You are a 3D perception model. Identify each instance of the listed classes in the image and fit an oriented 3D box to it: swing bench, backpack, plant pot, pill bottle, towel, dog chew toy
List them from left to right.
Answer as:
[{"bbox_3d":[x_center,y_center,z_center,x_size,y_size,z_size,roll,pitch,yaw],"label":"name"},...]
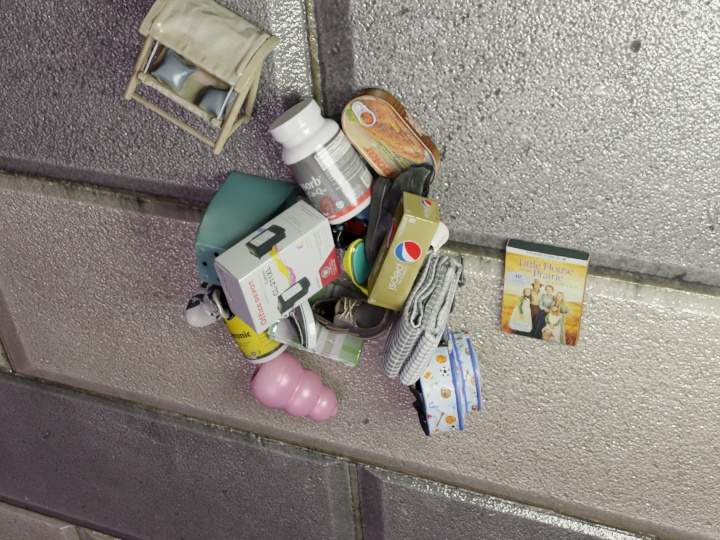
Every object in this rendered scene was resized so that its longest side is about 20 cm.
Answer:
[{"bbox_3d":[-0.272,-0.347,1.512,0.198,0.130,0.201,30,133,1],"label":"swing bench"},{"bbox_3d":[-0.220,-0.063,1.664,0.140,0.201,0.142,12,131,15],"label":"plant pot"},{"bbox_3d":[-0.233,0.086,1.851,0.110,0.112,0.201,-8,121,30],"label":"pill bottle"},{"bbox_3d":[-0.139,0.262,1.947,0.199,0.125,0.125,30,134,-11],"label":"dog chew toy"},{"bbox_3d":[-0.079,0.096,1.787,0.198,0.031,0.151,18,96,11],"label":"towel"},{"bbox_3d":[-0.066,-0.191,1.546,0.115,0.116,0.201,-20,115,36],"label":"pill bottle"},{"bbox_3d":[0.107,0.082,1.593,0.085,0.201,0.166,21,139,1],"label":"towel"},{"bbox_3d":[0.160,0.218,1.715,0.153,0.191,0.201,-10,123,12],"label":"backpack"}]

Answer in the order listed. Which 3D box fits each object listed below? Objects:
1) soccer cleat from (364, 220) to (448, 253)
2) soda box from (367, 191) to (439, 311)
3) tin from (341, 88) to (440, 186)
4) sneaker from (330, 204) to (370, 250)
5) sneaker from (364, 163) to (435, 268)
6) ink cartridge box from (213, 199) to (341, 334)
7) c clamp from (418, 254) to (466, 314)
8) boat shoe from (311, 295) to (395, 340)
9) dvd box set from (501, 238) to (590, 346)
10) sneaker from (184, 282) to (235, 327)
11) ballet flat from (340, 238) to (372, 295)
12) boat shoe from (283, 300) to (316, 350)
[{"bbox_3d":[0.069,-0.045,1.618,0.199,0.085,0.069,-13,120,33],"label":"soccer cleat"},{"bbox_3d":[0.070,-0.029,1.498,0.063,0.068,0.201,14,128,-9],"label":"soda box"},{"bbox_3d":[0.053,-0.221,1.519,0.112,0.042,0.200,-31,110,35],"label":"tin"},{"bbox_3d":[-0.039,-0.076,1.641,0.078,0.090,0.199,47,135,-15],"label":"sneaker"},{"bbox_3d":[0.070,-0.090,1.532,0.103,0.060,0.202,14,111,24],"label":"sneaker"},{"bbox_3d":[-0.144,-0.005,1.580,0.083,0.199,0.146,36,153,37],"label":"ink cartridge box"},{"bbox_3d":[0.109,0.020,1.696,0.198,0.027,0.172,7,134,19],"label":"c clamp"},{"bbox_3d":[-0.020,0.087,1.680,0.073,0.075,0.199,27,158,-38],"label":"boat shoe"},{"bbox_3d":[0.330,0.042,1.599,0.145,0.029,0.201,12,130,17],"label":"dvd box set"},{"bbox_3d":[-0.280,0.061,1.714,0.198,0.130,0.080,-29,100,19],"label":"sneaker"},{"bbox_3d":[0.000,0.000,1.637,0.067,0.067,0.200,22,162,31],"label":"ballet flat"},{"bbox_3d":[-0.141,0.064,1.740,0.074,0.068,0.201,155,99,-71],"label":"boat shoe"}]
